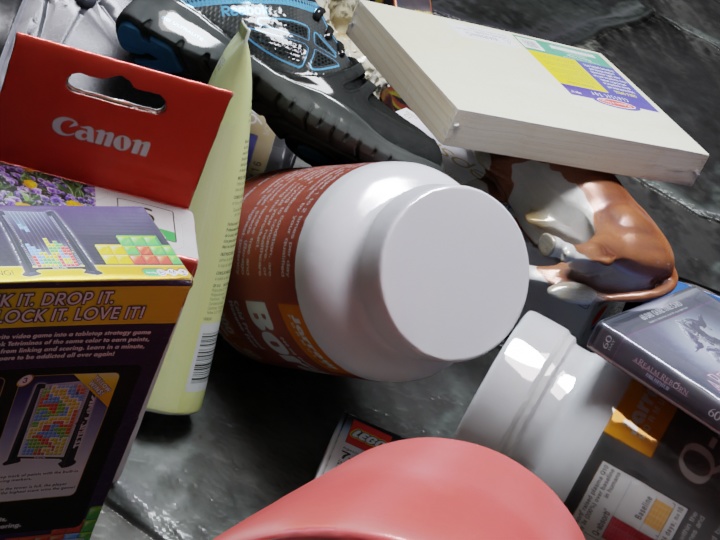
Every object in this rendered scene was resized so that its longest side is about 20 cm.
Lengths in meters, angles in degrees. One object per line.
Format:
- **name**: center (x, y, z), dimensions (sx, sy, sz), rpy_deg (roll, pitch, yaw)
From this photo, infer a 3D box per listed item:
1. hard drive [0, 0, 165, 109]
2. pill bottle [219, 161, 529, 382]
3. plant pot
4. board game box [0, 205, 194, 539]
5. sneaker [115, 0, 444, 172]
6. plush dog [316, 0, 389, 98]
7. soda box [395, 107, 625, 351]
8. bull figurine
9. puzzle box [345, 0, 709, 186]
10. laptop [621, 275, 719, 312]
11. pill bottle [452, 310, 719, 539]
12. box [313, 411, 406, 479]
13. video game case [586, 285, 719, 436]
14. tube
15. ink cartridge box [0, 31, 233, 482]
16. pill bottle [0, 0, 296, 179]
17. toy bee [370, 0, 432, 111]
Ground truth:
- **hard drive**: center (-0.143, -0.068, 1.032), dimensions (0.134, 0.042, 0.201), rpy_deg (18, 70, -13)
- **pill bottle**: center (0.000, 0.000, 0.973), dimensions (0.111, 0.113, 0.200), rpy_deg (8, -3, -27)
- **plant pot**: center (0.013, 0.161, 0.746), dimensions (0.199, 0.201, 0.177), rpy_deg (28, 20, 7)
- **board game box**: center (-0.189, 0.053, 0.781), dimensions (0.199, 0.166, 0.057), rpy_deg (0, 37, -38)
- **sneaker**: center (-0.031, -0.113, 1.023), dimensions (0.199, 0.082, 0.073), rpy_deg (31, -18, -16)
- **plush dog**: center (-0.061, -0.221, 1.283), dimensions (0.198, 0.161, 0.172), rpy_deg (11, 47, 4)
- **soda box**: center (0.078, -0.023, 1.209), dimensions (0.200, 0.064, 0.068), rpy_deg (36, 31, 19)
- **bull figurine**: center (0.110, -0.049, 1.144), dimensions (0.121, 0.065, 0.200), rpy_deg (-6, 38, -36)
- **puzzle box**: center (0.102, -0.106, 1.135), dimensions (0.199, 0.026, 0.133), rpy_deg (7, 30, -34)
- **laptop**: center (0.237, 0.056, 1.042), dimensions (0.103, 0.200, 0.178), rpy_deg (45, 47, -18)
- **pill bottle**: center (0.147, 0.108, 0.915), dimensions (0.199, 0.117, 0.116), rpy_deg (29, 29, 9)
- **box**: center (0.064, 0.151, 0.941), dimensions (0.199, 0.035, 0.110), rpy_deg (24, 29, 0)
- **video game case**: center (0.216, 0.074, 0.890), dimensions (0.199, 0.019, 0.143), rpy_deg (35, 21, 20)
- **tube**: center (-0.083, -0.028, 0.955), dimensions (0.058, 0.201, 0.052), rpy_deg (23, 13, 39)
- **ink cartridge box**: center (-0.136, -0.001, 0.870), dimensions (0.108, 0.201, 0.050), rpy_deg (14, 30, -17)
- **pill bottle**: center (-0.140, -0.101, 1.125), dimensions (0.199, 0.112, 0.112), rpy_deg (16, 30, -14)
- **toy bee**: center (0.023, -0.176, 1.375), dimensions (0.200, 0.109, 0.131), rpy_deg (38, 34, 23)
